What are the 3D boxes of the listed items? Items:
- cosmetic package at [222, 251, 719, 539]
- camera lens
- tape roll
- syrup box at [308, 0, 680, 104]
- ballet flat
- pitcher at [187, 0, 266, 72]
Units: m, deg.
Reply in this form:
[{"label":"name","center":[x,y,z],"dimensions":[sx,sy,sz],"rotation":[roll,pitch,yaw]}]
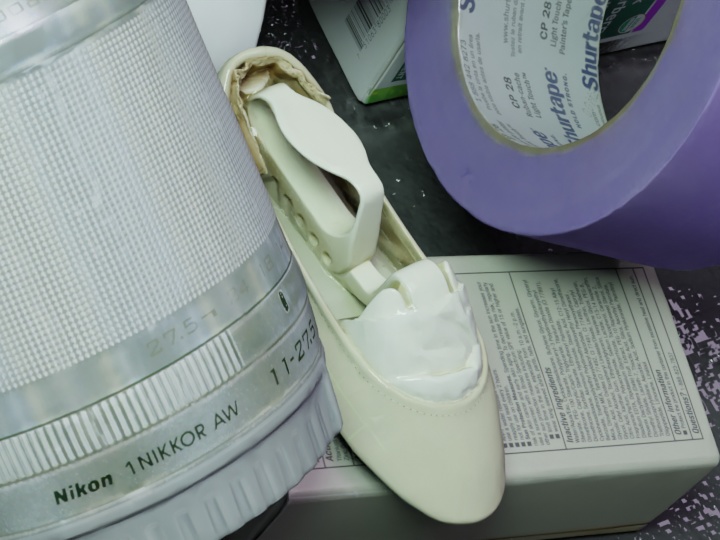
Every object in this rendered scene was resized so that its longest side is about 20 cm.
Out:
[{"label":"cosmetic package","center":[0.035,0.054,0.926],"dimensions":[0.199,0.073,0.104],"rotation":[-1,61,-27]},{"label":"camera lens","center":[-0.110,-0.010,0.771],"dimensions":[0.160,0.159,0.201],"rotation":[-35,110,-38]},{"label":"tape roll","center":[0.111,-0.105,0.912],"dimensions":[0.085,0.200,0.201],"rotation":[12,55,-36]},{"label":"syrup box","center":[0.078,-0.147,1.070],"dimensions":[0.199,0.079,0.082],"rotation":[-13,66,-33]},{"label":"ballet flat","center":[0.000,0.000,0.855],"dimensions":[0.069,0.070,0.201],"rotation":[-22,72,-35]},{"label":"pitcher","center":[-0.134,-0.120,0.892],"dimensions":[0.199,0.171,0.122],"rotation":[9,90,-20]}]
